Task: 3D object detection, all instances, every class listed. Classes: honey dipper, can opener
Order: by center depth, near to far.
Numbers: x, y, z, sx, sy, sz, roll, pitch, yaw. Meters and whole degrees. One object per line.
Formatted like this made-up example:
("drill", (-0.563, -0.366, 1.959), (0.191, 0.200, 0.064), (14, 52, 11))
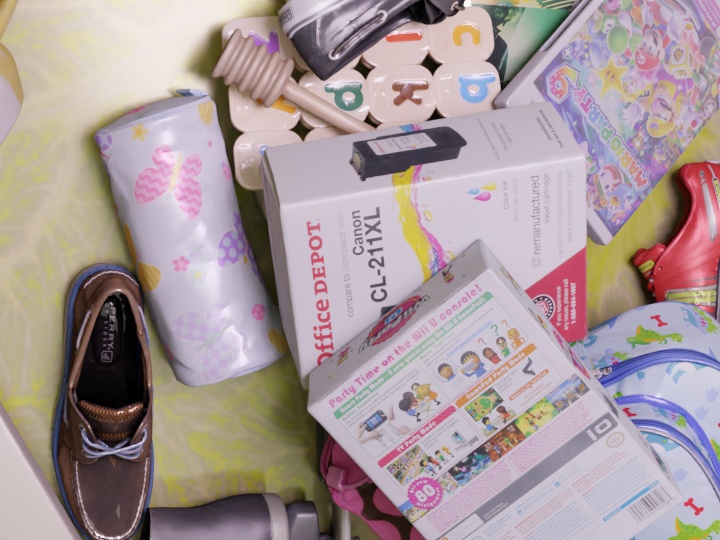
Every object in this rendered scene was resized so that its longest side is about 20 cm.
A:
("honey dipper", (-0.007, -0.098, 1.030), (0.199, 0.038, 0.038), (30, 89, -9))
("can opener", (-0.024, 0.144, 1.110), (0.066, 0.053, 0.202), (2, 96, -16))

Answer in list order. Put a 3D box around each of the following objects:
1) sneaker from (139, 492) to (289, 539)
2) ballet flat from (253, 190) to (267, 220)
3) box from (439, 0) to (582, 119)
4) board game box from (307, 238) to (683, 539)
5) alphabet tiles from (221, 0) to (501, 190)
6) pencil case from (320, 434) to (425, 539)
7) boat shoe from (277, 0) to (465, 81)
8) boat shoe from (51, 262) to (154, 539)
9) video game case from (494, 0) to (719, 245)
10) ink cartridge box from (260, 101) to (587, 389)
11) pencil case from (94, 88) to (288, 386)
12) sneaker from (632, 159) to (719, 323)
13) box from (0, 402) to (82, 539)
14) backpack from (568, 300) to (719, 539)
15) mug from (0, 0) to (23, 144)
("sneaker", (-0.109, 0.262, 1.091), (0.105, 0.075, 0.202), (0, 88, -19))
("ballet flat", (0.000, 0.000, 1.091), (0.200, 0.069, 0.070), (43, 85, -16))
("box", (0.130, -0.134, 1.124), (0.143, 0.036, 0.202), (0, 95, -15))
("board game box", (0.084, 0.105, 0.965), (0.147, 0.064, 0.200), (-38, 105, 12))
("alphabet tiles", (0.003, -0.120, 1.059), (0.194, 0.015, 0.202), (-6, 84, -11))
("pencil case", (0.047, 0.175, 1.086), (0.094, 0.091, 0.200), (-45, 123, -9))
("boat shoe", (0.040, -0.192, 1.034), (0.199, 0.069, 0.057), (-28, 87, -12))
("boat shoe", (-0.178, 0.099, 1.051), (0.072, 0.072, 0.202), (-5, 99, -15))
("video game case", (0.199, -0.139, 1.114), (0.200, 0.018, 0.143), (-48, 118, -16))
("ink cartridge box", (0.043, -0.015, 1.002), (0.198, 0.083, 0.147), (-10, 123, -6))
("pencil case", (-0.114, -0.021, 1.048), (0.090, 0.083, 0.202), (-22, 102, -16))
("sneaker", (0.248, 0.013, 1.169), (0.084, 0.077, 0.202), (15, 93, 4))
("box", (-0.240, 0.186, 1.049), (0.082, 0.068, 0.201), (-28, 103, -10))
("backpack", (0.195, 0.135, 1.083), (0.199, 0.147, 0.184), (-27, 113, 12))
("mug", (-0.287, -0.139, 0.959), (0.153, 0.149, 0.187), (38, 93, -24))
